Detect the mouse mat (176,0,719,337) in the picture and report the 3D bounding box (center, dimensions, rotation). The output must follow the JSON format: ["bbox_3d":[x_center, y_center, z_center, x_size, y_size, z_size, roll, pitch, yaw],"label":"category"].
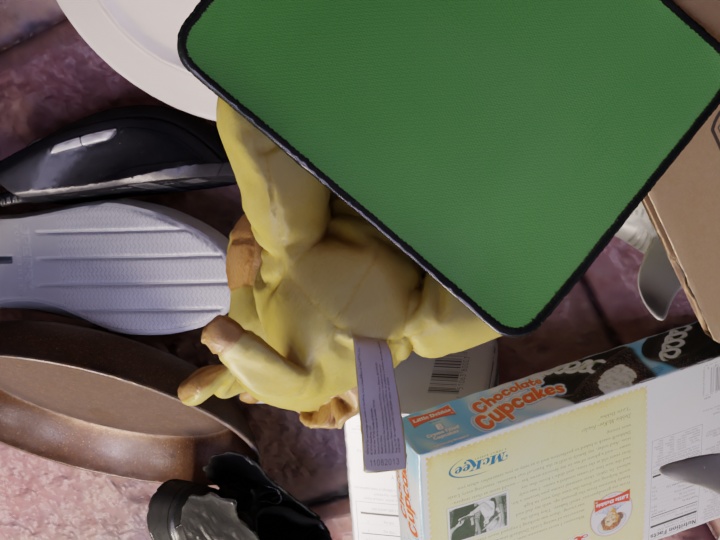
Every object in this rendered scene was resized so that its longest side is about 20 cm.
[{"bbox_3d":[0.043,-0.091,0.743,0.200,0.008,0.161,40,85,-5],"label":"mouse mat"}]

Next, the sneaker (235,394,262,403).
[{"bbox_3d":[0.000,0.000,0.939,0.200,0.074,0.082,-28,105,18],"label":"sneaker"}]

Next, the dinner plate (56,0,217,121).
[{"bbox_3d":[-0.066,-0.150,0.795,0.199,0.024,0.201,9,125,14],"label":"dinner plate"}]

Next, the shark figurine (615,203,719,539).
[{"bbox_3d":[0.184,0.029,0.873,0.128,0.215,0.090,-17,151,0],"label":"shark figurine"}]

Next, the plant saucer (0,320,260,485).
[{"bbox_3d":[-0.150,0.074,0.991,0.200,0.035,0.200,12,158,5],"label":"plant saucer"}]

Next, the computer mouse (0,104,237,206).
[{"bbox_3d":[-0.163,-0.061,0.903,0.199,0.140,0.046,-6,86,20],"label":"computer mouse"}]

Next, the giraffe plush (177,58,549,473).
[{"bbox_3d":[-0.009,0.006,0.817,0.172,0.201,0.162,16,162,-14],"label":"giraffe plush"}]

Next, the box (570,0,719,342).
[{"bbox_3d":[0.213,-0.084,0.792,0.200,0.021,0.164,-30,107,-3],"label":"box"}]

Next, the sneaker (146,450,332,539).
[{"bbox_3d":[-0.055,0.176,1.035,0.104,0.060,0.200,-1,138,40],"label":"sneaker"}]

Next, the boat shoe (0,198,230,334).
[{"bbox_3d":[-0.151,-0.008,0.965,0.199,0.071,0.072,6,99,17],"label":"boat shoe"}]

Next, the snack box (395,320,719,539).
[{"bbox_3d":[0.116,0.105,0.935,0.199,0.037,0.117,-16,125,-17],"label":"snack box"}]

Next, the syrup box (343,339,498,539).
[{"bbox_3d":[0.040,0.139,1.010,0.081,0.079,0.201,2,123,11],"label":"syrup box"}]
